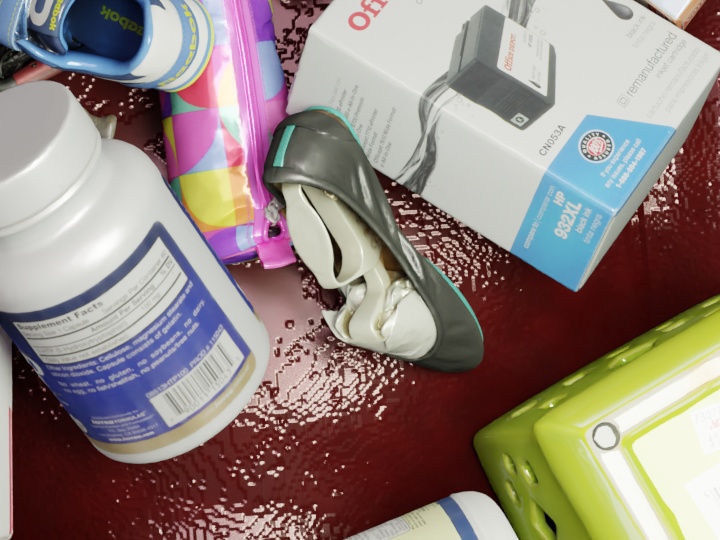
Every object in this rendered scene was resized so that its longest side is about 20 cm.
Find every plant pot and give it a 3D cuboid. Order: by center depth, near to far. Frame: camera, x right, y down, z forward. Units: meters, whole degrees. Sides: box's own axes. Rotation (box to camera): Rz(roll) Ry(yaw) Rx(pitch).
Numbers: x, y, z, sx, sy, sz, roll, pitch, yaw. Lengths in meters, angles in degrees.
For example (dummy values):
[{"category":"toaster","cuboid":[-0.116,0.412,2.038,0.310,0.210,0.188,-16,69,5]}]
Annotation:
[{"category":"plant pot","cuboid":[0.201,0.123,1.483,0.200,0.181,0.199,-29,85,-9]}]

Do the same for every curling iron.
[{"category":"curling iron","cuboid":[-0.141,-0.158,1.574,0.200,0.026,0.050,-24,87,-7]}]

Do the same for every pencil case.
[{"category":"pencil case","cuboid":[-0.076,-0.098,1.532,0.088,0.088,0.200,-11,90,-6]}]

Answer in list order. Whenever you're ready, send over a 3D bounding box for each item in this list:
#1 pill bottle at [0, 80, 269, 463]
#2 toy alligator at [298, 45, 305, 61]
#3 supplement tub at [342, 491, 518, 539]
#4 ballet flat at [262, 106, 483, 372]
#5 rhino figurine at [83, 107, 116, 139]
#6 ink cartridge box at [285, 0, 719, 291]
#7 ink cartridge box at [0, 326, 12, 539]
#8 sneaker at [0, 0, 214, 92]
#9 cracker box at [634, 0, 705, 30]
[{"category":"pill bottle","cuboid":[-0.145,-0.001,1.445,0.120,0.120,0.200,-38,125,-8]},{"category":"toy alligator","cuboid":[0.055,-0.084,1.565,0.200,0.054,0.059,18,54,-2]},{"category":"supplement tub","cuboid":[0.004,0.222,1.472,0.200,0.145,0.145,-22,84,-7]},{"category":"ballet flat","cuboid":[0.000,0.000,1.505,0.200,0.068,0.068,55,45,-26]},{"category":"rhino figurine","cuboid":[-0.210,-0.007,1.531,0.087,0.060,0.200,17,87,-2]},{"category":"ink cartridge box","cuboid":[0.081,-0.106,1.501,0.200,0.084,0.145,32,56,9]},{"category":"ink cartridge box","cuboid":[-0.300,0.081,1.472,0.200,0.085,0.146,0,91,11]},{"category":"sneaker","cuboid":[-0.181,-0.155,1.468,0.200,0.082,0.074,18,100,8]},{"category":"cracker box","cuboid":[0.145,-0.249,1.528,0.200,0.058,0.134,38,92,10]}]
